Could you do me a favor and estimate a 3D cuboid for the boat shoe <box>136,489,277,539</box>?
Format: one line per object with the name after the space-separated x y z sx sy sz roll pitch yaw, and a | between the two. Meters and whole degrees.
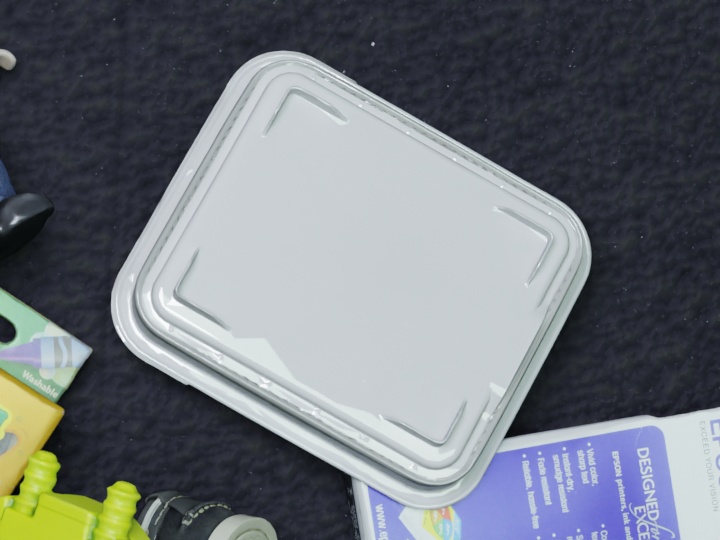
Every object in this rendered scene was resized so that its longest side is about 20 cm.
-0.097 0.204 1.210 0.067 0.072 0.201 16 93 27 | boat shoe

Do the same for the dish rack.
0.000 0.000 1.213 0.200 0.044 0.172 30 76 -2 | dish rack

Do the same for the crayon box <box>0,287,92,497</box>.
-0.225 0.086 1.165 0.126 0.052 0.200 34 82 -9 | crayon box

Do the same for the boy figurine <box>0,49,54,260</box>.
-0.216 -0.091 1.171 0.124 0.064 0.200 -24 80 -36 | boy figurine

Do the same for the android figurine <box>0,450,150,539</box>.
-0.141 0.179 1.088 0.182 0.041 0.201 19 95 33 | android figurine

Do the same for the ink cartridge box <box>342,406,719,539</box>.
0.104 0.176 1.251 0.199 0.043 0.199 -9 90 -9 | ink cartridge box
